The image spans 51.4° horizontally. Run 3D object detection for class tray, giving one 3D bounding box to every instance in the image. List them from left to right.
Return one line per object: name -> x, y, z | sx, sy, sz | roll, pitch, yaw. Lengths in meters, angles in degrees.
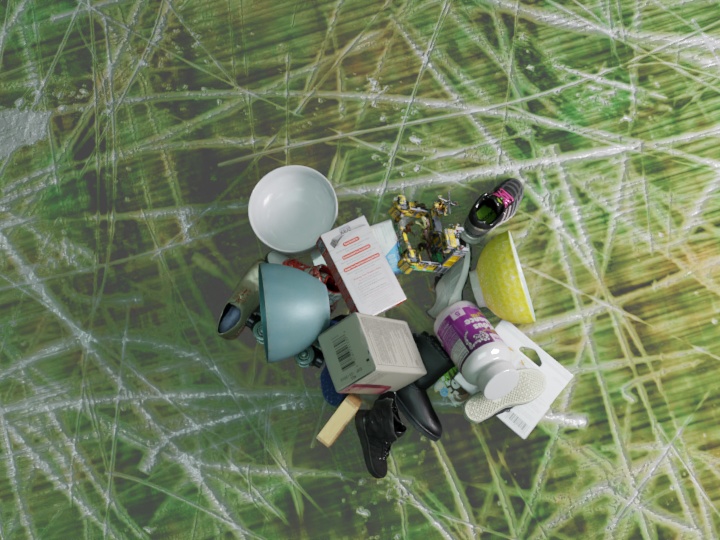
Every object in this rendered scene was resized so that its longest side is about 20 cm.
tray -> -0.040, 0.309, 1.567 | 0.037, 0.200, 0.099 | 37, 87, 6

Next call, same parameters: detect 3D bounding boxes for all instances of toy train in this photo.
toy train -> -0.153, 0.133, 1.652 | 0.198, 0.085, 0.115 | 29, 77, 5

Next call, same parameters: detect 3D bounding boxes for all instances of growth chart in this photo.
growth chart -> 0.229, 0.229, 1.654 | 0.200, 0.018, 0.145 | 44, 89, 6

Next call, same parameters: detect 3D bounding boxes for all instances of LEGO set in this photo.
LEGO set -> 0.148, -0.091, 1.592 | 0.152, 0.116, 0.202 | 14, 55, -22

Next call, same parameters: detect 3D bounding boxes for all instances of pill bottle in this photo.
pill bottle -> 0.241, 0.165, 1.541 | 0.111, 0.113, 0.201 | -33, 47, 0

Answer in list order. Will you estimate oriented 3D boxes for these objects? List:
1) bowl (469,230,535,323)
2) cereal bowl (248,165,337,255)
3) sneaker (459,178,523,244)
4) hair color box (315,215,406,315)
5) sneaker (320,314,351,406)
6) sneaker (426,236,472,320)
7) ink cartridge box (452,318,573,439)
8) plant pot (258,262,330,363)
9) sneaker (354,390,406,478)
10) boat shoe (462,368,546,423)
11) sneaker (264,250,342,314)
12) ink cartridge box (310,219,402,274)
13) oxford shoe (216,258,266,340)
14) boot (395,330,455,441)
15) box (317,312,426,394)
bowl -> 0.293, 0.026, 1.589 | 0.106, 0.200, 0.203 | -17, 84, 14
cereal bowl -> -0.146, -0.127, 1.664 | 0.197, 0.083, 0.203 | -1, 76, 3
sneaker -> 0.297, -0.141, 1.630 | 0.074, 0.088, 0.200 | 44, 67, 11
hair color box -> 0.000, 0.000, 1.580 | 0.110, 0.064, 0.202 | -24, 83, -19
sneaker -> -0.039, 0.194, 1.626 | 0.069, 0.077, 0.203 | 17, 113, 36
sneaker -> 0.199, 0.018, 1.648 | 0.078, 0.074, 0.203 | 16, 86, 10
ink cartridge box -> 0.327, 0.231, 1.616 | 0.199, 0.044, 0.174 | 40, 88, 7
plant pot -> -0.134, 0.080, 1.530 | 0.133, 0.200, 0.203 | -5, 84, -11
sneaker -> 0.053, 0.354, 1.589 | 0.103, 0.060, 0.202 | -10, 108, 24
boat shoe -> 0.297, 0.262, 1.567 | 0.198, 0.062, 0.075 | -24, 79, -13
sneaker -> -0.119, 0.006, 1.635 | 0.202, 0.067, 0.108 | 47, 133, 12
ink cartridge box -> -0.007, -0.023, 1.662 | 0.197, 0.068, 0.117 | -19, 83, 1
oxford shoe -> -0.256, 0.064, 1.663 | 0.070, 0.074, 0.202 | 26, 86, 5
boot -> 0.146, 0.244, 1.613 | 0.163, 0.073, 0.198 | -47, 74, 10
box -> 0.026, 0.173, 1.528 | 0.108, 0.199, 0.129 | -33, 64, 25
